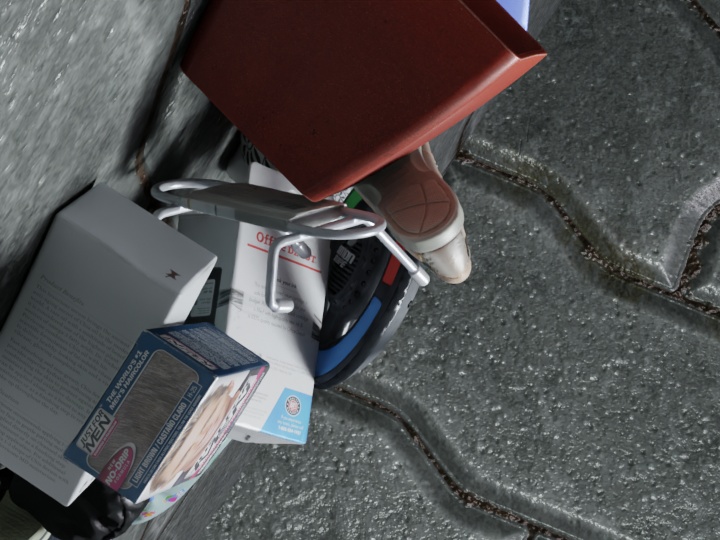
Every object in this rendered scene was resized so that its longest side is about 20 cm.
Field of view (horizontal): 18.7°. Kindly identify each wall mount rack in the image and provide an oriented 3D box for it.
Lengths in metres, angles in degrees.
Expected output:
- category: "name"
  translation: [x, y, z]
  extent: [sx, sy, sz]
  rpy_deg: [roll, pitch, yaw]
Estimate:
- category: "wall mount rack"
  translation: [-0.050, -0.020, 1.558]
  extent: [0.174, 0.200, 0.075]
  rpy_deg: [-14, 112, -48]

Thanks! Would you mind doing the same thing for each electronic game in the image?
- category: "electronic game"
  translation: [0.000, 0.000, 1.733]
  extent: [0.200, 0.042, 0.200]
  rpy_deg: [-52, -156, 34]

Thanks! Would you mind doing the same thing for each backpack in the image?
- category: "backpack"
  translation: [-0.174, 0.123, 1.754]
  extent: [0.200, 0.127, 0.167]
  rpy_deg: [-47, -168, -36]

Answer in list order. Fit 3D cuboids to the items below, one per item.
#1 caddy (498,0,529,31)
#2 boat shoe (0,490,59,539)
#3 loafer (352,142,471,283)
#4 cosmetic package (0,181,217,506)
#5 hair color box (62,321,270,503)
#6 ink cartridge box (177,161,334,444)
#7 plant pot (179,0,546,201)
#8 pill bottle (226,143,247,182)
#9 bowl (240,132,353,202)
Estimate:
- category: "caddy"
  translation: [0.086, -0.272, 1.918]
  extent: [0.141, 0.105, 0.200]
  rpy_deg: [-108, -163, -59]
- category: "boat shoe"
  translation: [-0.283, 0.226, 1.792]
  extent: [0.200, 0.075, 0.062]
  rpy_deg: [-54, 144, -72]
- category: "loafer"
  translation: [0.032, -0.061, 1.636]
  extent: [0.072, 0.063, 0.200]
  rpy_deg: [-28, -141, 1]
- category: "cosmetic package"
  translation: [-0.191, 0.052, 1.507]
  extent: [0.200, 0.101, 0.071]
  rpy_deg: [-59, 174, 29]
- category: "hair color box"
  translation: [-0.126, 0.092, 1.465]
  extent: [0.100, 0.061, 0.200]
  rpy_deg: [-57, 173, 4]
- category: "ink cartridge box"
  translation: [-0.088, 0.026, 1.687]
  extent: [0.116, 0.067, 0.200]
  rpy_deg: [22, 71, -51]
- category: "plant pot"
  translation: [-0.008, -0.159, 1.535]
  extent: [0.176, 0.200, 0.200]
  rpy_deg: [-46, 177, 12]
- category: "pill bottle"
  translation: [-0.024, -0.141, 1.895]
  extent: [0.200, 0.104, 0.104]
  rpy_deg: [-58, 175, 4]
- category: "bowl"
  translation: [-0.035, -0.135, 1.769]
  extent: [0.201, 0.094, 0.201]
  rpy_deg: [-42, 157, -22]
